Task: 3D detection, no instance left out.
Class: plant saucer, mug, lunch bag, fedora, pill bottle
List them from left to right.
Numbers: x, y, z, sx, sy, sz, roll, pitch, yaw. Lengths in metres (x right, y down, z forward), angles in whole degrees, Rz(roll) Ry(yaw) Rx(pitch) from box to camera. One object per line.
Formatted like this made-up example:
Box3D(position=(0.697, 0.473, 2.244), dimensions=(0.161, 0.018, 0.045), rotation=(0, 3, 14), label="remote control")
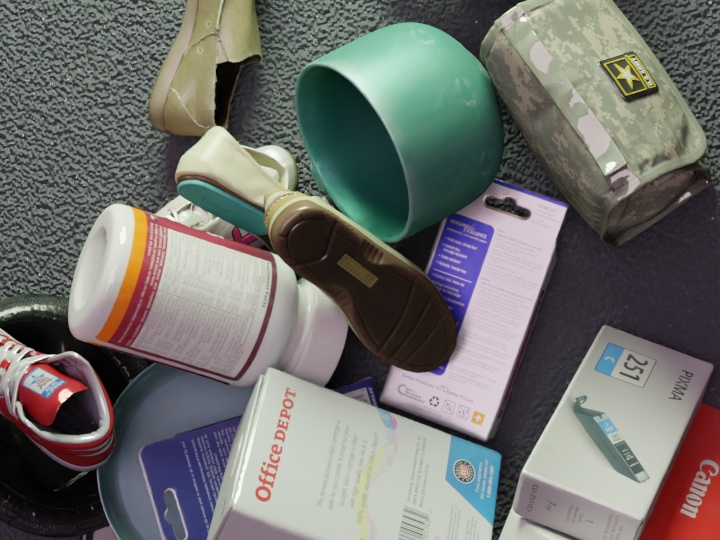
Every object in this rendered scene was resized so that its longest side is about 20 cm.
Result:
Box3D(position=(-0.260, 0.121, 1.531), dimensions=(0.200, 0.092, 0.201), rotation=(3, 81, -20), label="fedora")
Box3D(position=(-0.117, 0.028, 1.452), dimensions=(0.199, 0.110, 0.110), rotation=(18, 92, -21), label="pill bottle")
Box3D(position=(-0.112, 0.160, 1.504), dimensions=(0.199, 0.027, 0.201), rotation=(2, 78, -11), label="plant saucer")
Box3D(position=(0.030, -0.117, 1.444), dimensions=(0.114, 0.185, 0.152), rotation=(-28, 123, -23), label="mug")
Box3D(position=(0.177, -0.117, 1.395), dimensions=(0.117, 0.200, 0.164), rotation=(-35, 79, 10), label="lunch bag")

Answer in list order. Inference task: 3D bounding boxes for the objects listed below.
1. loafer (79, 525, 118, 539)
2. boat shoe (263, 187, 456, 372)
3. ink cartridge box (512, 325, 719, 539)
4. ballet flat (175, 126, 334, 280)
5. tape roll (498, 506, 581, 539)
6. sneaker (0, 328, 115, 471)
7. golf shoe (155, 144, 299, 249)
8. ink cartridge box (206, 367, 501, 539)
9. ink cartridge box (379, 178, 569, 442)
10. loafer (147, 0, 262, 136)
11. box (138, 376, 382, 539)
Box3D(position=(-0.180, 0.290, 1.529), dimensions=(0.072, 0.063, 0.201), rotation=(-25, 82, 11), label="loafer")
Box3D(position=(0.000, 0.000, 1.434), dimensions=(0.072, 0.076, 0.200), rotation=(-42, 123, 2), label="boat shoe")
Box3D(position=(0.227, 0.137, 1.377), dimensions=(0.176, 0.200, 0.045), rotation=(21, 128, 13), label="ink cartridge box")
Box3D(position=(-0.058, -0.046, 1.489), dimensions=(0.200, 0.069, 0.070), rotation=(37, 97, -28), label="ballet flat")
Box3D(position=(0.178, 0.273, 1.372), dimensions=(0.202, 0.203, 0.140), rotation=(23, 93, 14), label="tape roll")
Box3D(position=(-0.269, 0.078, 1.417), dimensions=(0.200, 0.112, 0.071), rotation=(32, 72, -3), label="sneaker")
Box3D(position=(-0.132, -0.027, 1.521), dimensions=(0.200, 0.092, 0.073), rotation=(-43, 76, 5), label="golf shoe")
Box3D(position=(-0.006, 0.179, 1.406), dimensions=(0.199, 0.145, 0.085), rotation=(22, 133, -9), label="ink cartridge box")
Box3D(position=(0.093, 0.027, 1.492), dimensions=(0.094, 0.037, 0.201), rotation=(20, 94, 15), label="ink cartridge box")
Box3D(position=(-0.109, -0.199, 1.537), dimensions=(0.067, 0.076, 0.201), rotation=(24, 103, 13), label="loafer")
Box3D(position=(-0.068, 0.170, 1.481), dimensions=(0.199, 0.032, 0.122), rotation=(-15, 82, -17), label="box")
